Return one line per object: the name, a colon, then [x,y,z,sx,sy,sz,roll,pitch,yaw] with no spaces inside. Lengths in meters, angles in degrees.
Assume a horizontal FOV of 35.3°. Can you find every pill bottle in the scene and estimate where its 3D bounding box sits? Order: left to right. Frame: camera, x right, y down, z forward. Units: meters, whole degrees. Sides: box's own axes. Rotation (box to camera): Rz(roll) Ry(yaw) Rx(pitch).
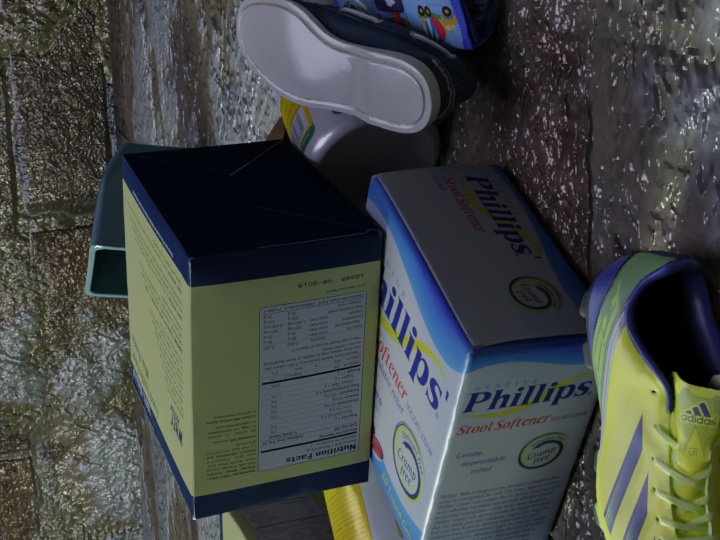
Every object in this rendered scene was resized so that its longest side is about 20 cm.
pill bottle: [-0.016,-0.153,0.933,0.113,0.112,0.201,105,152,-46]
pill bottle: [0.031,0.192,0.898,0.112,0.111,0.201,117,144,-58]

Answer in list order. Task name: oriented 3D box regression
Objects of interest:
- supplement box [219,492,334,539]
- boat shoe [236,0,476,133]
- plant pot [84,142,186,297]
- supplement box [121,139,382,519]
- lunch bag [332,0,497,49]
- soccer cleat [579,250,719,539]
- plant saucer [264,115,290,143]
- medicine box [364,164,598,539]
supplement box: [-0.051,0.340,1.124,0.200,0.134,0.201,-153,60,-67]
boat shoe: [-0.007,-0.155,0.807,0.200,0.062,0.075,23,126,37]
plant pot: [-0.318,-0.083,1.749,0.196,0.195,0.201,125,146,-63]
supplement box: [-0.086,0.034,0.830,0.200,0.134,0.201,-133,40,-56]
lunch bag: [0.030,-0.244,0.800,0.150,0.094,0.201,15,123,50]
soccer cleat: [0.158,0.088,0.570,0.084,0.064,0.201,152,112,-67]
plant saucer: [-0.053,-0.054,1.030,0.200,0.035,0.201,-6,-90,-74]
medicine box: [0.067,0.060,0.768,0.182,0.102,0.201,-117,27,-46]
